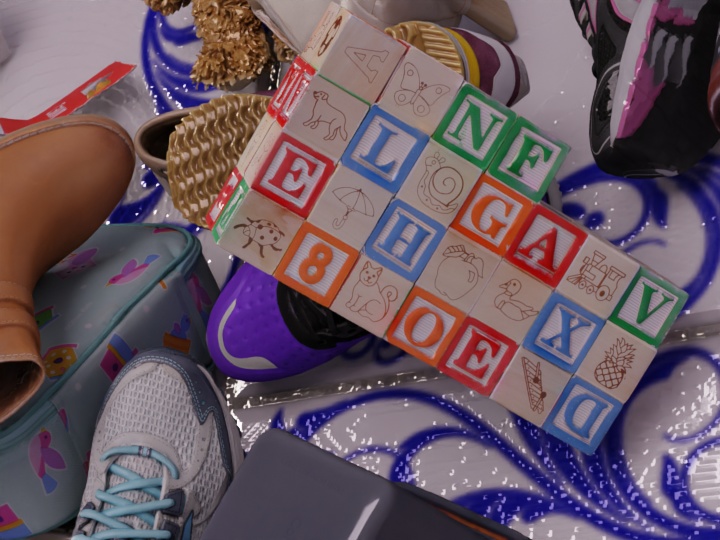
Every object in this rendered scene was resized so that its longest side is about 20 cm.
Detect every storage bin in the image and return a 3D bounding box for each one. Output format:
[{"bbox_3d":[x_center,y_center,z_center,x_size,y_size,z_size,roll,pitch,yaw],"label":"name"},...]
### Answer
[{"bbox_3d":[-0.027,0.168,0.841,0.145,0.134,0.201,21,74,40],"label":"storage bin"}]

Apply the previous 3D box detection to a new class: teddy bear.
[{"bbox_3d":[-0.065,-0.193,1.135,0.144,0.067,0.201,-8,59,26],"label":"teddy bear"}]

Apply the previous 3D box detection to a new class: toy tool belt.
[{"bbox_3d":[-0.009,-0.189,1.045,0.200,0.122,0.125,53,135,23],"label":"toy tool belt"}]

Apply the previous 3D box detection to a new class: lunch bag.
[{"bbox_3d":[-0.176,0.053,1.002,0.159,0.078,0.200,4,37,35],"label":"lunch bag"}]

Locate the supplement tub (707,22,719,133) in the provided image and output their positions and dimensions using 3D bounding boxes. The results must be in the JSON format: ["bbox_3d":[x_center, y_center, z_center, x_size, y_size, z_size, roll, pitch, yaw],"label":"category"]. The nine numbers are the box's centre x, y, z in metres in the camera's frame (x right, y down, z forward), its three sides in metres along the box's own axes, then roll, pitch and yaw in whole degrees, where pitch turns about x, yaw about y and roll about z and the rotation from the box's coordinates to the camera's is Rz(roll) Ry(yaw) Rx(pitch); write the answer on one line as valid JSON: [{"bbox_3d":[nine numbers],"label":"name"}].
[{"bbox_3d":[0.228,-0.151,0.889,0.106,0.107,0.201,-1,62,33],"label":"supplement tub"}]

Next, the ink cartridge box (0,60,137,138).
[{"bbox_3d":[-0.229,-0.079,1.110,0.200,0.050,0.161,-38,13,-5],"label":"ink cartridge box"}]

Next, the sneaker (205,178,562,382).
[{"bbox_3d":[0.000,-0.001,0.938,0.199,0.099,0.070,-28,92,16],"label":"sneaker"}]

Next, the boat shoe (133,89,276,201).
[{"bbox_3d":[-0.035,-0.062,1.034,0.199,0.065,0.072,-5,60,31],"label":"boat shoe"}]

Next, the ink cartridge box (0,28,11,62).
[{"bbox_3d":[-0.349,-0.135,1.236,0.145,0.084,0.200,26,57,40],"label":"ink cartridge box"}]

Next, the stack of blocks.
[{"bbox_3d":[0.046,-0.018,0.853,0.116,0.199,0.059,-58,15,6],"label":"stack of blocks"}]

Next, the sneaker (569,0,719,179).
[{"bbox_3d":[0.143,-0.129,0.965,0.086,0.080,0.201,-11,48,42],"label":"sneaker"}]

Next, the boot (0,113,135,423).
[{"bbox_3d":[-0.174,0.011,0.924,0.199,0.074,0.155,-37,31,-7],"label":"boot"}]

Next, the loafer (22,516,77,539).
[{"bbox_3d":[-0.185,0.165,0.992,0.198,0.076,0.069,-5,87,25],"label":"loafer"}]

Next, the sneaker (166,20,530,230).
[{"bbox_3d":[-0.007,-0.066,0.964,0.199,0.090,0.076,-17,80,35],"label":"sneaker"}]

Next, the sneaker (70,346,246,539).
[{"bbox_3d":[-0.102,0.136,0.888,0.077,0.086,0.202,7,87,7],"label":"sneaker"}]
